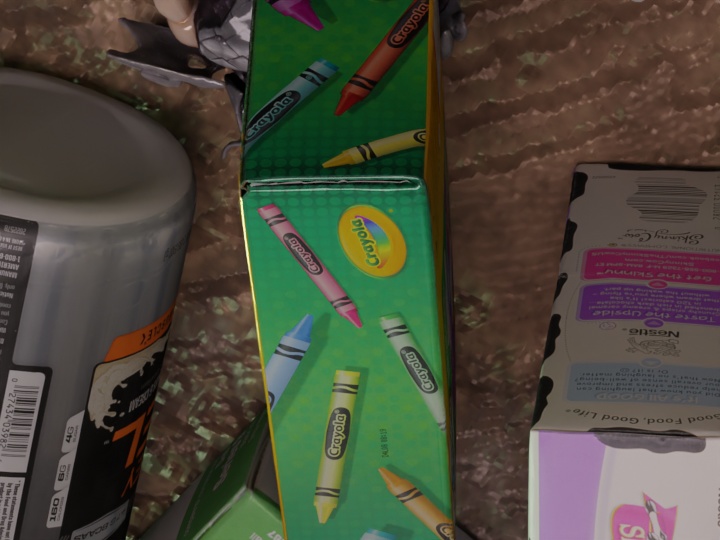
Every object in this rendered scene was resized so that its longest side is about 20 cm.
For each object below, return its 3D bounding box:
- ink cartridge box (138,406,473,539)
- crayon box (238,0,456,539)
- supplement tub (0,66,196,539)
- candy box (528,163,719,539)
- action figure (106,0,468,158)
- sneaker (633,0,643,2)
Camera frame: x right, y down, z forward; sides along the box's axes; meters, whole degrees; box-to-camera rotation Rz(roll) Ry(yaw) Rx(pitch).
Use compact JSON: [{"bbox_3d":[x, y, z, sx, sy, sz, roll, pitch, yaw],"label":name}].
[{"bbox_3d":[-0.043,0.168,1.086,0.146,0.084,0.200,40,114,-11],"label":"ink cartridge box"},{"bbox_3d":[0.000,0.000,0.945,0.058,0.119,0.201,-1,136,4],"label":"crayon box"},{"bbox_3d":[-0.133,0.041,1.018,0.122,0.123,0.201,15,117,1],"label":"supplement tub"},{"bbox_3d":[0.097,0.080,0.960,0.071,0.200,0.169,2,115,7],"label":"candy box"},{"bbox_3d":[-0.026,-0.118,0.958,0.129,0.070,0.201,3,121,-8],"label":"action figure"},{"bbox_3d":[0.063,-0.165,0.902,0.099,0.075,0.200,10,146,20],"label":"sneaker"}]
